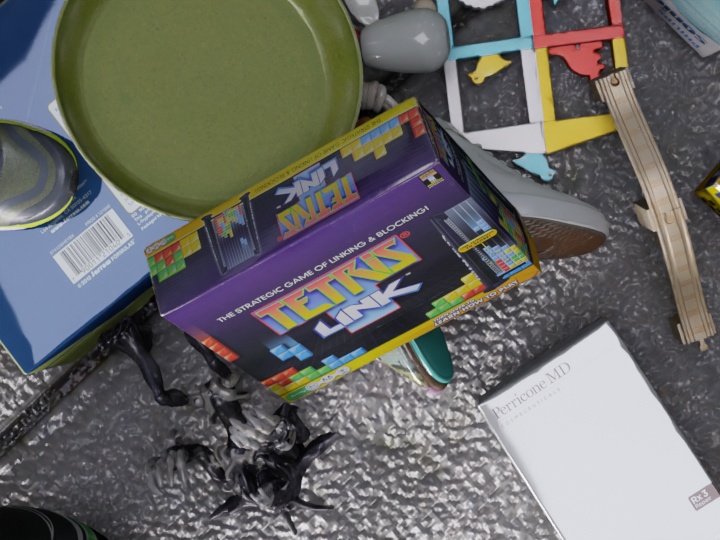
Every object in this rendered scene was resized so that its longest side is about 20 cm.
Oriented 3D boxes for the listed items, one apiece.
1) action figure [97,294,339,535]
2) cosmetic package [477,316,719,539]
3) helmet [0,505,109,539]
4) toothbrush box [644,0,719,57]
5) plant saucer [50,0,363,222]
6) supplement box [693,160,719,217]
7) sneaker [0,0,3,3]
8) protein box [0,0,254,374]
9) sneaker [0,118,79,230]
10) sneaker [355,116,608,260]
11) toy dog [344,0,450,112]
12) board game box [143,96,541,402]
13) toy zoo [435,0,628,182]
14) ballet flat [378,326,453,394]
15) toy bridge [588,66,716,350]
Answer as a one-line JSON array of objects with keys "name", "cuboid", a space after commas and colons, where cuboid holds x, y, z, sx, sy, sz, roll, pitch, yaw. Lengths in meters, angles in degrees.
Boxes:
[{"name": "action figure", "cuboid": [-0.098, 0.109, 1.167, 0.118, 0.102, 0.201, -35, 97, 21]}, {"name": "cosmetic package", "cuboid": [0.177, 0.143, 1.163, 0.112, 0.081, 0.201, -35, 89, 5]}, {"name": "helmet", "cuboid": [-0.232, 0.251, 1.139, 0.198, 0.190, 0.202, -7, 105, -28]}, {"name": "toothbrush box", "cuboid": [0.226, -0.228, 1.087, 0.146, 0.200, 0.085, 42, 84, -4]}, {"name": "plant saucer", "cuboid": [-0.098, -0.125, 1.080, 0.198, 0.031, 0.202, 3, 77, -13]}, {"name": "supplement box", "cuboid": [0.334, -0.093, 1.137, 0.109, 0.110, 0.200, 42, 92, 3]}, {"name": "sneaker", "cuboid": [-0.261, -0.227, 1.133, 0.091, 0.200, 0.078, 34, 123, -7]}, {"name": "protein box", "cuboid": [-0.199, -0.071, 1.161, 0.198, 0.135, 0.200, -39, 88, 4]}, {"name": "sneaker", "cuboid": [-0.275, -0.068, 1.058, 0.198, 0.081, 0.075, 8, 92, 5]}, {"name": "sneaker", "cuboid": [0.081, -0.063, 1.162, 0.198, 0.073, 0.085, 12, 63, -19]}, {"name": "toy dog", "cuboid": [-0.036, -0.181, 1.171, 0.198, 0.132, 0.097, 17, 60, -3]}, {"name": "board game box", "cuboid": [-0.008, -0.006, 1.067, 0.199, 0.165, 0.057, -29, 57, 16]}, {"name": "toy zoo", "cuboid": [0.121, -0.163, 1.195, 0.130, 0.020, 0.202, -7, 90, 4]}, {"name": "ballet flat", "cuboid": [0.000, 0.000, 1.188, 0.071, 0.069, 0.201, -24, 84, 22]}, {"name": "toy bridge", "cuboid": [0.204, -0.040, 1.155, 0.027, 0.067, 0.202, -19, 96, 2]}]
